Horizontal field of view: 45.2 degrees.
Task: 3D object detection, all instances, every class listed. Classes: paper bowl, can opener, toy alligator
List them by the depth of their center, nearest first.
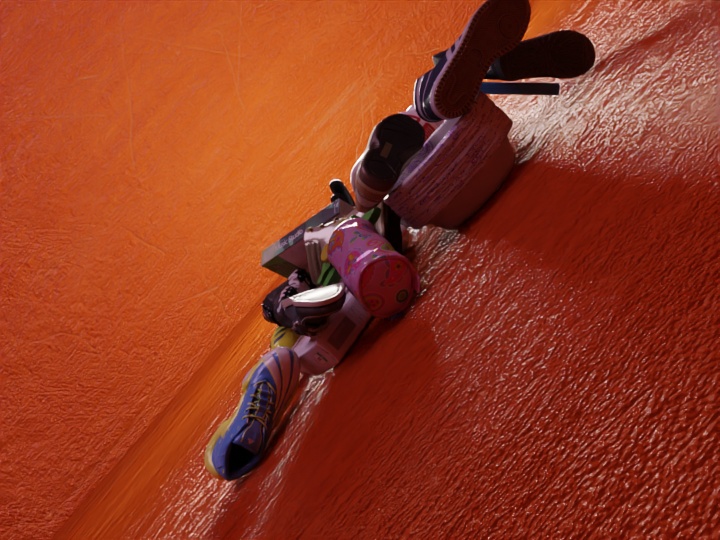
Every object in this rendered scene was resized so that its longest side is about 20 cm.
[{"bbox_3d":[0.131,-0.138,1.185,0.201,0.104,0.201,-47,8,9],"label":"paper bowl"},{"bbox_3d":[-0.033,-0.015,1.262,0.201,0.059,0.054,-58,26,13],"label":"toy alligator"},{"bbox_3d":[-0.014,-0.091,1.487,0.078,0.200,0.064,-22,53,9],"label":"can opener"}]

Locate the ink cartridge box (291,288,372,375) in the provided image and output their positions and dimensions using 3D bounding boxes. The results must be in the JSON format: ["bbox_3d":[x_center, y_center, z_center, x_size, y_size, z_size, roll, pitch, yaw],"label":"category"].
[{"bbox_3d":[-0.044,0.090,1.279,0.161,0.050,0.200,-53,6,-31],"label":"ink cartridge box"}]

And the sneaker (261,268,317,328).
[{"bbox_3d":[-0.123,0.063,1.413,0.090,0.067,0.200,-39,11,13],"label":"sneaker"}]

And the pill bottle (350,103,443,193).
[{"bbox_3d":[0.073,-0.194,1.450,0.112,0.112,0.200,-39,13,50],"label":"pill bottle"}]

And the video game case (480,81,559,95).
[{"bbox_3d":[0.215,-0.273,1.290,0.200,0.142,0.018,-63,-25,-76],"label":"video game case"}]

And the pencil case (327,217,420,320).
[{"bbox_3d":[0.014,-0.006,1.134,0.088,0.087,0.200,-48,22,2],"label":"pencil case"}]

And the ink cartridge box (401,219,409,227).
[{"bbox_3d":[0.145,-0.170,1.496,0.201,0.047,0.198,-54,8,-21],"label":"ink cartridge box"}]

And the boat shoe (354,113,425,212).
[{"bbox_3d":[0.031,-0.148,1.195,0.200,0.071,0.076,-55,-6,-50],"label":"boat shoe"}]

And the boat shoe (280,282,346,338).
[{"bbox_3d":[-0.057,0.057,1.157,0.072,0.062,0.200,-19,2,-18],"label":"boat shoe"}]

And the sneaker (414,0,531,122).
[{"bbox_3d":[0.141,-0.280,1.144,0.201,0.070,0.108,-55,13,-9],"label":"sneaker"}]

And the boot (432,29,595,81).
[{"bbox_3d":[0.220,-0.309,1.268,0.163,0.066,0.200,-8,11,-21],"label":"boot"}]

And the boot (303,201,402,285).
[{"bbox_3d":[-0.012,-0.080,1.331,0.153,0.072,0.202,-8,72,32],"label":"boot"}]

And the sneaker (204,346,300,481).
[{"bbox_3d":[-0.133,0.200,1.162,0.201,0.075,0.105,-60,19,-6],"label":"sneaker"}]

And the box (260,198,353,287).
[{"bbox_3d":[-0.054,-0.035,1.478,0.199,0.144,0.037,-32,46,33],"label":"box"}]

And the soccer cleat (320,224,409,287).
[{"bbox_3d":[0.000,0.000,1.392,0.200,0.069,0.085,-42,5,12],"label":"soccer cleat"}]

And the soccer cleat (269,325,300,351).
[{"bbox_3d":[-0.094,0.091,1.471,0.084,0.065,0.200,-42,9,34],"label":"soccer cleat"}]
